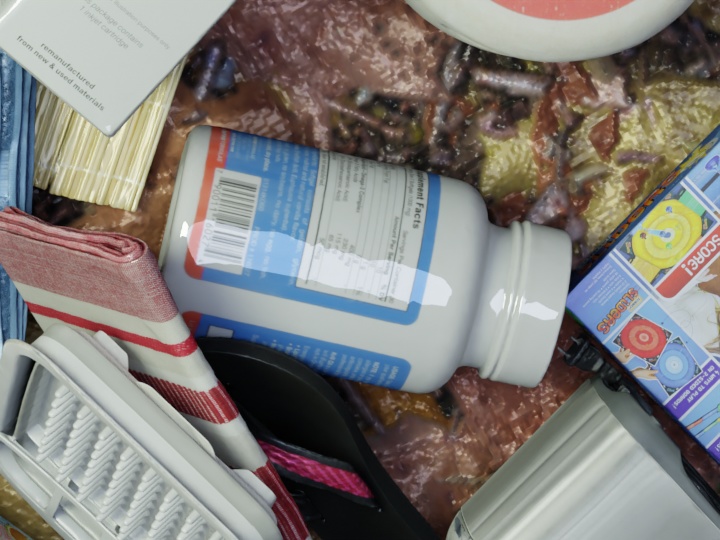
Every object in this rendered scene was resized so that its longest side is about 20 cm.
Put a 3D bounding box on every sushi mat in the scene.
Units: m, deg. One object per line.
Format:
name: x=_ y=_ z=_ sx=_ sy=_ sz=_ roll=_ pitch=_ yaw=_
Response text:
sushi mat: x=-0.129 y=-0.135 z=1.474 sx=0.095 sy=0.012 sz=0.201 roll=19 pitch=95 yaw=-6

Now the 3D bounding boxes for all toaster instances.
toaster: x=0.133 y=0.146 z=1.479 sx=0.129 sy=0.114 sz=0.200 roll=-43 pitch=100 yaw=4

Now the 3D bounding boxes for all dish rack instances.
dish rack: x=-0.108 y=0.105 z=1.415 sx=0.172 sy=0.200 sz=0.044 roll=44 pitch=68 yaw=7

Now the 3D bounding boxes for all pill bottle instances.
pill bottle: x=0.000 y=0.000 z=1.452 sx=0.199 sy=0.112 sz=0.113 roll=13 pitch=96 yaw=-6

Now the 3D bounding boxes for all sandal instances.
sandal: x=-0.026 y=0.106 z=1.454 sx=0.200 sy=0.075 sz=0.045 roll=50 pitch=47 yaw=-29

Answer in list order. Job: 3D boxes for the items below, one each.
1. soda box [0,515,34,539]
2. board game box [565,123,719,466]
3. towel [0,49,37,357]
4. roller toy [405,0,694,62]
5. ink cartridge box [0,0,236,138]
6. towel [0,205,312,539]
soda box: x=-0.157 y=0.188 z=1.458 sx=0.200 sy=0.064 sz=0.068 roll=39 pitch=93 yaw=-26
board game box: x=0.217 y=-0.009 z=1.505 sx=0.200 sy=0.034 sz=0.135 roll=-45 pitch=99 yaw=2
towel: x=-0.220 y=-0.032 z=1.452 sx=0.111 sy=0.049 sz=0.201 roll=3 pitch=103 yaw=-1
roller toy: x=0.094 y=-0.197 z=1.420 sx=0.200 sy=0.140 sz=0.183 roll=-38 pitch=99 yaw=0
ink cartridge box: x=-0.088 y=-0.181 z=1.372 sx=0.084 sy=0.145 sz=0.200 roll=40 pitch=101 yaw=-21
towel: x=-0.099 y=0.058 z=1.414 sx=0.023 sy=0.144 sz=0.200 roll=-42 pitch=120 yaw=-23
